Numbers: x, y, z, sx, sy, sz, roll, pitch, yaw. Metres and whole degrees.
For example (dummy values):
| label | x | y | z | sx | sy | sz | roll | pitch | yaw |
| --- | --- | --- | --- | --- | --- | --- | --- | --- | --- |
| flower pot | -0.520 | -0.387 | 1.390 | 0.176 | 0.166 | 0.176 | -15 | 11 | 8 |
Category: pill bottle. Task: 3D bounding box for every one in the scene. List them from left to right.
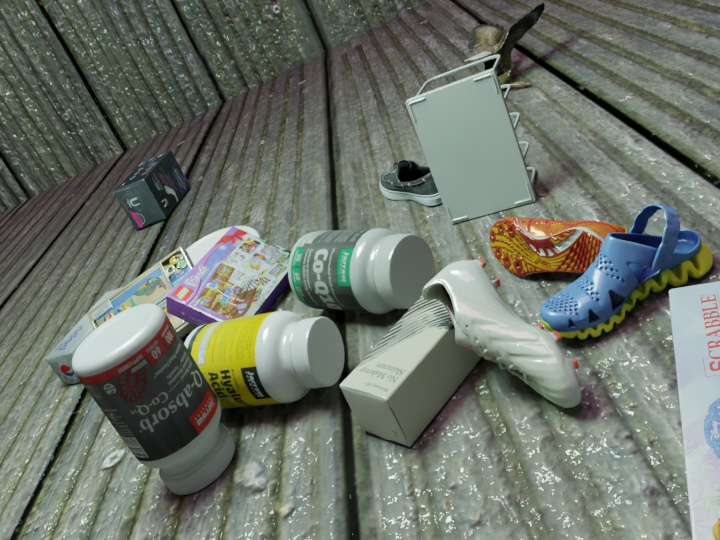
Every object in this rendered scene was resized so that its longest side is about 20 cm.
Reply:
| label | x | y | z | sx | sy | sz | roll | pitch | yaw |
| --- | --- | --- | --- | --- | --- | --- | --- | --- | --- |
| pill bottle | -0.231 | 0.151 | 0.834 | 0.114 | 0.203 | 0.117 | -22 | 25 | 11 |
| pill bottle | -0.122 | 0.111 | 0.907 | 0.196 | 0.113 | 0.112 | -12 | 29 | 31 |
| pill bottle | 0.000 | 0.000 | 0.993 | 0.197 | 0.115 | 0.113 | 0 | 36 | 46 |

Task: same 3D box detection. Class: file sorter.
| label | x | y | z | sx | sy | sz | roll | pitch | yaw |
| --- | --- | --- | --- | --- | --- | --- | --- | --- | --- |
| file sorter | 0.178 | -0.203 | 1.103 | 0.136 | 0.203 | 0.125 | -13 | 23 | 26 |

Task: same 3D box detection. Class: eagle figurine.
| label | x | y | z | sx | sy | sz | roll | pitch | yaw |
| --- | --- | --- | --- | --- | --- | --- | --- | --- | --- |
| eagle figurine | 0.306 | -0.483 | 1.562 | 0.148 | 0.205 | 0.151 | 11 | -10 | 6 |

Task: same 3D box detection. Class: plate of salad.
| label | x | y | z | sx | sy | sz | roll | pitch | yaw |
| --- | --- | --- | --- | --- | --- | --- | --- | --- | --- |
| plate of salad | -0.277 | -0.014 | 1.374 | 0.196 | 0.049 | 0.202 | -17 | 36 | 12 |

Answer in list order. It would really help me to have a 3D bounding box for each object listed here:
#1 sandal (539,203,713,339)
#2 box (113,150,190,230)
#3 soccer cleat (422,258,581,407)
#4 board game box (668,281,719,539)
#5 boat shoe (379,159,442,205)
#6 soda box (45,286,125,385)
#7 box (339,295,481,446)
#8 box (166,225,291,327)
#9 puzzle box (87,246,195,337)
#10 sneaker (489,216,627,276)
| label | x | y | z | sx | sy | sz | roll | pitch | yaw |
| --- | --- | --- | --- | --- | --- | --- | --- | --- | --- |
| sandal | 0.272 | -0.003 | 0.764 | 0.198 | 0.088 | 0.080 | -32 | 27 | -5 |
| box | -0.558 | -0.219 | 1.948 | 0.104 | 0.124 | 0.201 | -18 | 26 | 17 |
| soccer cleat | 0.139 | 0.069 | 0.725 | 0.076 | 0.070 | 0.201 | -26 | 51 | -16 |
| board game box | 0.217 | 0.146 | 0.402 | 0.040 | 0.202 | 0.201 | -12 | 29 | 26 |
| boat shoe | 0.085 | -0.163 | 1.270 | 0.069 | 0.067 | 0.199 | -33 | 26 | -13 |
| soda box | -0.474 | 0.114 | 1.308 | 0.067 | 0.064 | 0.201 | -13 | 29 | 26 |
| box | 0.074 | 0.092 | 0.799 | 0.081 | 0.069 | 0.200 | 4 | 39 | 46 |
| box | -0.200 | 0.020 | 1.162 | 0.134 | 0.040 | 0.201 | 23 | 44 | 11 |
| puzzle box | -0.346 | 0.070 | 1.193 | 0.198 | 0.025 | 0.134 | -35 | 65 | 0 |
| sneaker | 0.238 | -0.030 | 0.891 | 0.076 | 0.075 | 0.198 | -11 | 15 | -33 |
